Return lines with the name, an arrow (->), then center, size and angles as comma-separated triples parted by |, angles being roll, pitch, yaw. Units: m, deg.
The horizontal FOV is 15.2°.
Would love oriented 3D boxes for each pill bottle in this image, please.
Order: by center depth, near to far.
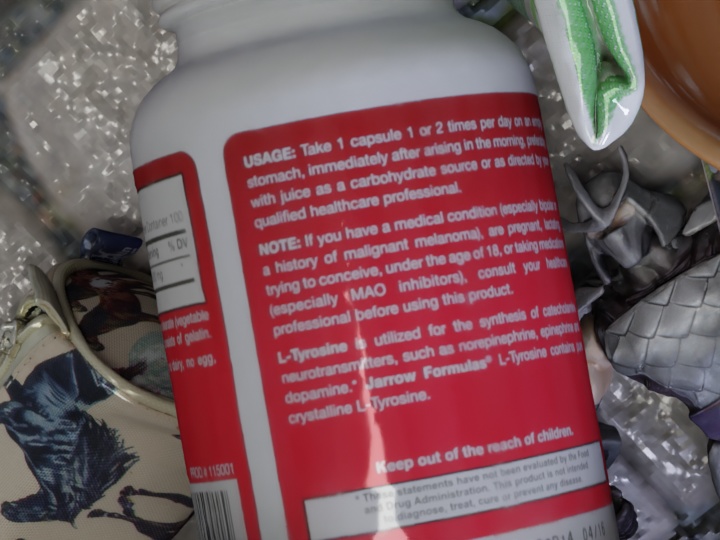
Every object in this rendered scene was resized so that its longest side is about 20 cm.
pill bottle -> 0.000, 0.000, 0.730 | 0.112, 0.112, 0.200 | -11, 88, 14

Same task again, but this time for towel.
towel -> 0.030, -0.117, 0.653 | 0.023, 0.200, 0.153 | -18, 106, 1

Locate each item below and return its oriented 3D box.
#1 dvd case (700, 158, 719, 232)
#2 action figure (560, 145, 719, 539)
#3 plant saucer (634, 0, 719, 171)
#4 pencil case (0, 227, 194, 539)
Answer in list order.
dvd case -> 0.153, -0.043, 0.670 | 0.143, 0.200, 0.018 | -24, 137, 18
action figure -> 0.119, 0.048, 0.771 | 0.130, 0.069, 0.200 | -33, 98, 29
plant saucer -> 0.151, -0.100, 0.663 | 0.200, 0.200, 0.037 | -27, 143, 19
pencil case -> -0.116, 0.081, 0.819 | 0.089, 0.078, 0.200 | 33, 114, -21
